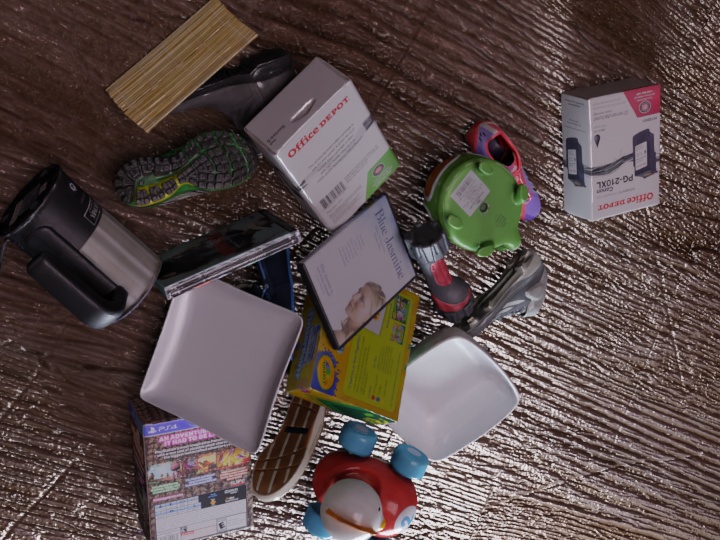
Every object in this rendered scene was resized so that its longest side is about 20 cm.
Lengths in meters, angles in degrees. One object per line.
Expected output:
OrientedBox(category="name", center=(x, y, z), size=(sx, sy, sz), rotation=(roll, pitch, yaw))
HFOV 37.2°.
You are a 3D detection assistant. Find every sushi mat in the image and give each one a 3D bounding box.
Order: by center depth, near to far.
OrientedBox(category="sushi mat", center=(-0.236, -0.272, 1.408), size=(0.200, 0.096, 0.012), rotation=(-42, 159, -8))

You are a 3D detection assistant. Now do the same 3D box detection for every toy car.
OrientedBox(category="toy car", center=(0.004, 0.366, 1.640), size=(0.174, 0.200, 0.187), rotation=(24, 101, -3))

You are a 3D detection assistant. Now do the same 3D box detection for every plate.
OrientedBox(category="plate", center=(-0.189, 0.121, 1.480), size=(0.203, 0.197, 0.032), rotation=(-70, 162, 6))

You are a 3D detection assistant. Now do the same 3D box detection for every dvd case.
OrientedBox(category="dvd case", center=(-0.194, -0.026, 1.469), size=(0.197, 0.146, 0.022), rotation=(-23, 113, -17))
OrientedBox(category="dvd case", center=(0.000, 0.000, 1.551), size=(0.200, 0.017, 0.144), rotation=(-42, 119, -37))

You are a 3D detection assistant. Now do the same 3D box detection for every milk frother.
OrientedBox(category="milk frother", center=(-0.401, 0.003, 1.402), size=(0.198, 0.182, 0.188), rotation=(-24, 125, 33))

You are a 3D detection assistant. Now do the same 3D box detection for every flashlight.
OrientedBox(category="flashlight", center=(0.126, 0.001, 1.636), size=(0.068, 0.068, 0.201), rotation=(-45, 145, -16))

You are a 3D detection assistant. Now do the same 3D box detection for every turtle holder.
OrientedBox(category="turtle holder", center=(0.179, -0.104, 1.633), size=(0.183, 0.131, 0.143), rotation=(8, 102, -28))

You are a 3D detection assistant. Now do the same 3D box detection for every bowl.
OrientedBox(category="bowl", center=(0.132, 0.186, 1.714), size=(0.199, 0.075, 0.200), rotation=(-37, 120, 15))

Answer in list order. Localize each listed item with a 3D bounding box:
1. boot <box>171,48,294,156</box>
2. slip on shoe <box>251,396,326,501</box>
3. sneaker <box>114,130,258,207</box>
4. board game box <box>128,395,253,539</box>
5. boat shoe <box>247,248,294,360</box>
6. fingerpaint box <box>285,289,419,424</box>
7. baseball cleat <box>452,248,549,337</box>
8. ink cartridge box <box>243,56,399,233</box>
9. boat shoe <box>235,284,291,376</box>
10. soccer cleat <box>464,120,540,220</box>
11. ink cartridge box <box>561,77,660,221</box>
OrientedBox(category="boot", center=(-0.169, -0.212, 1.470), size=(0.197, 0.070, 0.134), rotation=(-19, 120, -14))
OrientedBox(category="slip on shoe", center=(-0.103, 0.272, 1.613), size=(0.075, 0.202, 0.061), rotation=(6, 134, 17))
OrientedBox(category="sneaker", center=(-0.235, -0.136, 1.451), size=(0.197, 0.085, 0.079), rotation=(-14, 89, -13))
OrientedBox(category="board game box", center=(-0.248, 0.283, 1.571), size=(0.157, 0.097, 0.204), rotation=(-8, 110, -23))
OrientedBox(category="boat shoe", center=(-0.130, 0.036, 1.533), size=(0.067, 0.203, 0.085), rotation=(-4, 154, -8))
OrientedBox(category="fingerpaint box", center=(-0.010, 0.108, 1.598), size=(0.165, 0.073, 0.203), rotation=(24, 66, -31))
OrientedBox(category="baseball cleat", center=(0.237, 0.061, 1.751), size=(0.200, 0.070, 0.107), rotation=(-45, 119, -5))
OrientedBox(category="ink cartridge box", center=(-0.050, -0.172, 1.489), size=(0.145, 0.084, 0.200), rotation=(-45, 143, -6))
OrientedBox(category="boat shoe", center=(-0.122, 0.098, 1.591), size=(0.072, 0.068, 0.201), rotation=(-42, 116, -5))
OrientedBox(category="soccer cleat", center=(0.232, -0.150, 1.676), size=(0.067, 0.076, 0.201), rotation=(-41, 119, -8))
OrientedBox(category="ink cartridge box", center=(0.407, -0.196, 1.741), size=(0.142, 0.084, 0.204), rotation=(-14, 112, -21))
